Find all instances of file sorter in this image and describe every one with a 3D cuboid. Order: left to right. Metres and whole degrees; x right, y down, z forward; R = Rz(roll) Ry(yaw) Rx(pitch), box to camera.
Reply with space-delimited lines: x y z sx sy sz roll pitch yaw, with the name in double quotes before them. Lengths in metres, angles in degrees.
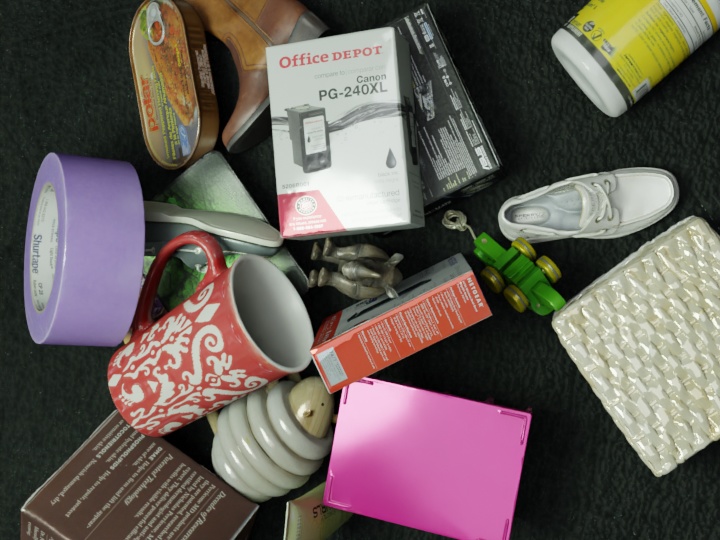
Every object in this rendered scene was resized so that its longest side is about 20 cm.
"file sorter" 0.079 0.195 1.165 0.196 0.125 0.142 11 92 13

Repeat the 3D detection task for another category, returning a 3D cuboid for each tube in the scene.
"tube" -0.051 0.267 1.154 0.052 0.200 0.058 -36 81 11

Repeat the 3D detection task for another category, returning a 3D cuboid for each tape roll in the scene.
"tape roll" -0.300 -0.021 1.161 0.084 0.199 0.204 3 89 -29

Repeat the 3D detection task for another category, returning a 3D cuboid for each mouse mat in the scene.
"mouse mat" -0.170 -0.014 1.231 0.160 0.008 0.201 -37 84 8

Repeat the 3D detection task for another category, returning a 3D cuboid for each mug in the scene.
"mug" -0.170 0.070 1.166 0.198 0.133 0.180 -31 61 26

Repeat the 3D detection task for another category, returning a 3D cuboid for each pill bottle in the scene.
"pill bottle" 0.308 -0.268 1.135 0.199 0.112 0.113 -41 81 8

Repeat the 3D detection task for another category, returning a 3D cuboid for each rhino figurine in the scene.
"rhino figurine" 0.000 0.000 1.140 0.086 0.200 0.061 13 88 -11

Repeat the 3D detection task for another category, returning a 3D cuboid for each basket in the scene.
"basket" 0.320 0.071 1.100 0.197 0.161 0.202 -35 80 10

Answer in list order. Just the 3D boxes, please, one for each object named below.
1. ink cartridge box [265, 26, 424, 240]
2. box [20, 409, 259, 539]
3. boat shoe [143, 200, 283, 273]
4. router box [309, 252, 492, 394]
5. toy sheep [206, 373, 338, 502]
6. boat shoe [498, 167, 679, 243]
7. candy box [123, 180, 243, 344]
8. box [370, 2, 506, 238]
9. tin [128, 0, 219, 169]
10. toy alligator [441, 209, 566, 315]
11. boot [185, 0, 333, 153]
"ink cartridge box" -0.016 -0.140 1.129 0.143 0.083 0.204 -6 88 14
"box" -0.245 0.300 1.184 0.198 0.164 0.167 31 135 11
"boat shoe" -0.179 -0.032 1.201 0.196 0.073 0.063 10 106 13
"router box" 0.042 0.050 1.131 0.177 0.200 0.049 -26 94 4
"toy sheep" -0.105 0.188 1.209 0.200 0.138 0.139 -42 80 23
"boat shoe" 0.245 -0.068 1.165 0.196 0.069 0.072 -13 84 11
"candy box" -0.208 -0.003 1.270 0.198 0.056 0.118 -31 82 8
"box" 0.049 -0.162 1.201 0.162 0.086 0.203 -26 83 11
"tin" -0.219 -0.219 1.264 0.111 0.042 0.204 -13 85 40
"toy alligator" 0.160 -0.002 1.176 0.059 0.054 0.200 -40 45 -7
"boot" -0.158 -0.262 1.262 0.199 0.068 0.190 37 103 15
